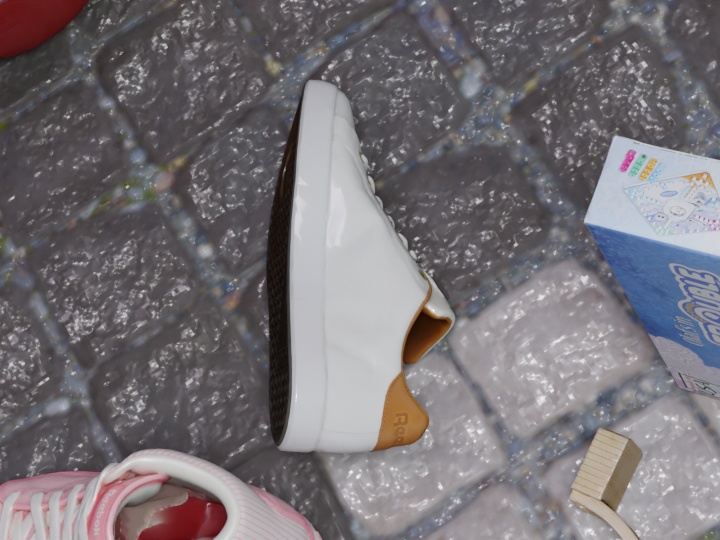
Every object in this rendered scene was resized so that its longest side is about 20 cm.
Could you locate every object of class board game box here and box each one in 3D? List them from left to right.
[{"bbox_3d":[0.207,0.024,0.873,0.198,0.200,0.043,16,75,25],"label":"board game box"}]

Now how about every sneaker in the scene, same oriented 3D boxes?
[{"bbox_3d":[-0.125,0.120,1.006,0.200,0.105,0.076,-1,69,20],"label":"sneaker"},{"bbox_3d":[0.000,0.000,1.046,0.084,0.073,0.201,5,59,-11],"label":"sneaker"}]

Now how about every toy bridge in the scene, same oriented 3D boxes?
[{"bbox_3d":[0.179,0.136,0.934,0.200,0.027,0.067,23,79,26],"label":"toy bridge"}]

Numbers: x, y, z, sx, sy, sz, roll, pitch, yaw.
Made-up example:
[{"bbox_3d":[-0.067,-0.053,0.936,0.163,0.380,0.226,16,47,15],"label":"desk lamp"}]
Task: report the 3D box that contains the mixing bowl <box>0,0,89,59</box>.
[{"bbox_3d":[-0.207,-0.187,1.164,0.199,0.108,0.201,-8,65,17],"label":"mixing bowl"}]
